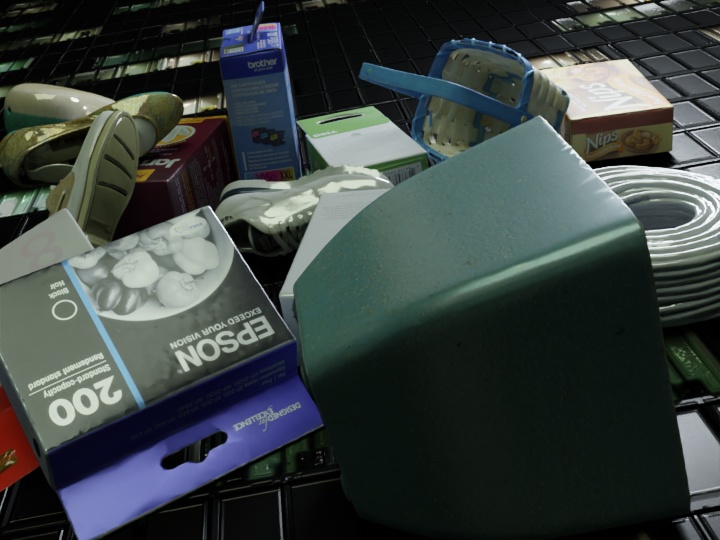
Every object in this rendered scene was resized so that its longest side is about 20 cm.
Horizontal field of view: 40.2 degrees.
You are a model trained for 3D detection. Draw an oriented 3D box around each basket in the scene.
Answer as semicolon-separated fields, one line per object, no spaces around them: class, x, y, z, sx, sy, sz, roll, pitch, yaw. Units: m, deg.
basket;0.116;-0.179;1.062;0.198;0.141;0.176;17;9;-36

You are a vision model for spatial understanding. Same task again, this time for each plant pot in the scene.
plant pot;0.066;0.049;0.621;0.197;0.199;0.196;-17;27;1

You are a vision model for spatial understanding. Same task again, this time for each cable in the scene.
cable;0.245;-0.027;0.834;0.196;0.070;0.201;-6;27;6

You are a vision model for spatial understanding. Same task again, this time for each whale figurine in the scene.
whale figurine;-0.395;-0.198;1.368;0.198;0.106;0.158;0;13;-45

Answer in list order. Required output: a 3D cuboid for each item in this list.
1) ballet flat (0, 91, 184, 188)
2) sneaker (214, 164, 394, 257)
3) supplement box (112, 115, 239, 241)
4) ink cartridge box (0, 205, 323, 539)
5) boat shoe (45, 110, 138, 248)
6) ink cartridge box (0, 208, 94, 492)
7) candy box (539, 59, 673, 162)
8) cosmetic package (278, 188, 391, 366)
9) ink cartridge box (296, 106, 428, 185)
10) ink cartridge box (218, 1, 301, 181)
ballet flat;-0.274;-0.130;1.025;0.197;0.072;0.071;-16;27;-12
sneaker;-0.058;-0.050;0.986;0.197;0.077;0.081;-9;33;17
supplement box;-0.220;-0.098;1.100;0.108;0.087;0.201;-2;28;13
ink cartridge box;-0.152;0.064;0.711;0.196;0.044;0.201;-23;61;-26
boat shoe;-0.273;-0.064;0.960;0.067;0.075;0.203;5;72;20
ink cartridge box;-0.260;0.055;0.767;0.161;0.058;0.200;-34;42;-12
candy box;0.285;-0.192;1.160;0.113;0.056;0.201;-7;27;3
cosmetic package;0.000;0.000;0.858;0.100;0.075;0.201;-3;29;12
ink cartridge box;0.000;-0.125;1.114;0.102;0.060;0.200;-14;27;-11
ink cartridge box;-0.118;-0.203;1.146;0.075;0.203;0.137;-9;27;-1
